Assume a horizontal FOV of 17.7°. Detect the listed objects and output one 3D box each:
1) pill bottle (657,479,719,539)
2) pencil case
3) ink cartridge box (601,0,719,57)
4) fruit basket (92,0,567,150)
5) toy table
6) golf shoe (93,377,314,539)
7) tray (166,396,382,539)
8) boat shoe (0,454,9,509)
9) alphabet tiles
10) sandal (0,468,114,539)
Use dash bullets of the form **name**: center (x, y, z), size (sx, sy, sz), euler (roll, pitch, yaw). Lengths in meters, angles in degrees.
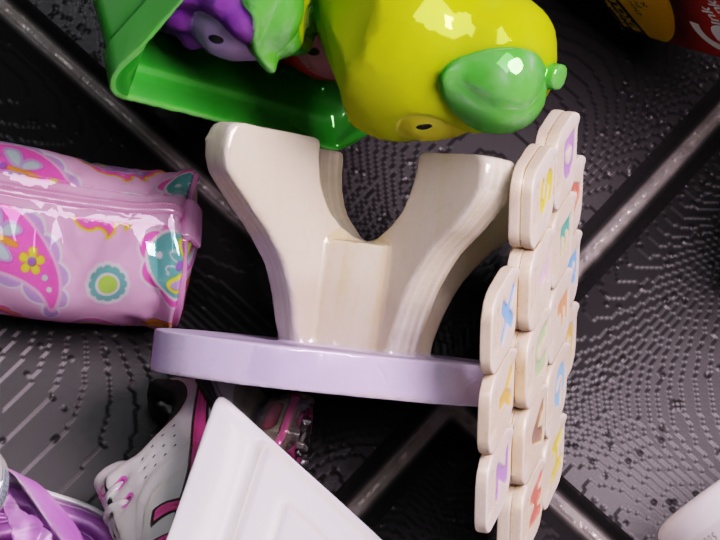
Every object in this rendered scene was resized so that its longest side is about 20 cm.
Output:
- **pill bottle**: center (0.241, 0.181, 1.116), size (0.112, 0.112, 0.200), euler (-26, 75, -21)
- **pencil case**: center (-0.178, -0.023, 1.127), size (0.199, 0.087, 0.088), euler (10, 65, -9)
- **ink cartridge box**: center (0.132, -0.206, 1.169), size (0.084, 0.175, 0.200), euler (-51, 124, -9)
- **fruit basket**: center (-0.005, -0.110, 1.064), size (0.215, 0.156, 0.216), euler (38, 23, -19)
- **toy table**: center (0.000, 0.000, 1.102), size (0.200, 0.184, 0.117), euler (9, 89, -47)
- **golf shoe**: center (-0.086, 0.129, 1.077), size (0.092, 0.073, 0.200), euler (13, 41, 6)
- **tray**: center (-0.009, 0.153, 1.052), size (0.200, 0.022, 0.108), euler (45, 43, -29)
- **boat shoe**: center (-0.255, 0.067, 1.045), size (0.200, 0.072, 0.070), euler (13, 68, 21)
- **alphabet tiles**: center (0.085, 0.031, 1.099), size (0.015, 0.201, 0.196), euler (6, 23, 15)
- **sandal**: center (-0.177, 0.122, 1.083), size (0.202, 0.050, 0.083), euler (28, 65, 0)
